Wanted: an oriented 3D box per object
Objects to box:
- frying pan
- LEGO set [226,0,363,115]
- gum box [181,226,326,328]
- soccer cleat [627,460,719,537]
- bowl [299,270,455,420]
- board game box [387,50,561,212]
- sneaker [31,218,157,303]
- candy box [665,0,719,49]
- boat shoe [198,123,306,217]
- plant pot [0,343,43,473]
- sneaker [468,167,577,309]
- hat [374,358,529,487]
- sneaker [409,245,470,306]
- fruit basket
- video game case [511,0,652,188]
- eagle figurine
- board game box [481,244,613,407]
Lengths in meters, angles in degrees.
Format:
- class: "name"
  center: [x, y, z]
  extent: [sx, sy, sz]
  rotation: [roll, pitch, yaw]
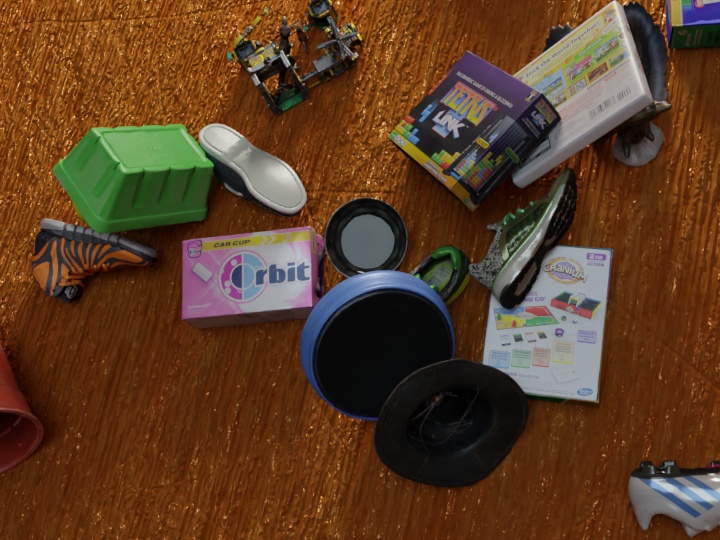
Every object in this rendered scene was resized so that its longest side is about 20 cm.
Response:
- class: "frying pan"
  center: [0.016, -0.005, 1.343]
  extent: [0.114, 0.031, 0.191]
  rotation: [-13, 87, 8]
- class: "LEGO set"
  center: [-0.102, -0.331, 1.423]
  extent: [0.199, 0.116, 0.154]
  rotation: [-22, 70, 6]
- class: "gum box"
  center: [-0.144, 0.011, 1.358]
  extent: [0.199, 0.066, 0.114]
  rotation: [-6, 74, 12]
- class: "soccer cleat"
  center: [0.418, 0.268, 1.150]
  extent: [0.199, 0.070, 0.087]
  rotation: [-3, 89, 15]
- class: "bowl"
  center: [0.025, 0.099, 1.234]
  extent: [0.200, 0.201, 0.039]
  rotation: [-35, 26, 2]
- class: "board game box"
  center: [0.144, -0.188, 1.291]
  extent: [0.165, 0.057, 0.200]
  rotation: [-48, 35, 5]
- class: "sneaker"
  center: [-0.391, -0.003, 1.428]
  extent: [0.199, 0.078, 0.113]
  rotation: [11, 84, 23]
- class: "candy box"
  center: [0.512, -0.391, 1.312]
  extent: [0.199, 0.077, 0.170]
  rotation: [-2, 74, 15]
- class: "boat shoe"
  center: [-0.155, -0.135, 1.411]
  extent: [0.075, 0.060, 0.200]
  rotation: [-34, 64, -28]
- class: "plant pot"
  center: [-0.564, 0.167, 1.360]
  extent: [0.200, 0.201, 0.196]
  rotation: [-29, 61, 4]
- class: "sneaker"
  center: [0.204, -0.055, 1.250]
  extent: [0.088, 0.077, 0.200]
  rotation: [29, 80, 28]
- class: "hat"
  center: [0.103, 0.176, 1.222]
  extent: [0.200, 0.201, 0.081]
  rotation: [-35, 30, 2]
- class: "sneaker"
  center: [0.067, 0.046, 1.287]
  extent: [0.078, 0.085, 0.200]
  rotation: [33, 85, 20]
- class: "fruit basket"
  center: [-0.334, -0.109, 1.398]
  extent: [0.215, 0.216, 0.156]
  rotation: [-39, 68, 0]
- class: "video game case"
  center: [0.265, -0.224, 1.250]
  extent: [0.200, 0.023, 0.183]
  rotation: [-34, 42, 34]
- class: "eagle figurine"
  center: [0.343, -0.254, 1.304]
  extent: [0.151, 0.151, 0.200]
  rotation: [18, 38, -21]
- class: "board game box"
  center: [0.240, 0.066, 1.261]
  extent: [0.152, 0.040, 0.201]
  rotation: [6, 75, 16]
